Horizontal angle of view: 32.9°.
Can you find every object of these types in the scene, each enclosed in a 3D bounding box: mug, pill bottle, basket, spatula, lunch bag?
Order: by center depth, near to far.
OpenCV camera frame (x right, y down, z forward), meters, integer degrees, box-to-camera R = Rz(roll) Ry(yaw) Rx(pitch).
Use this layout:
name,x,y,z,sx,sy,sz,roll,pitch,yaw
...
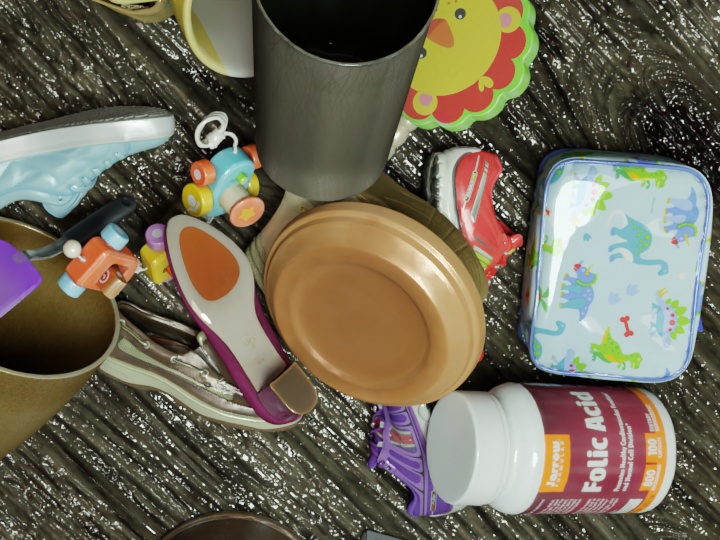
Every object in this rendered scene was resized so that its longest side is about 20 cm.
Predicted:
name,x,y,z,sx,sy,sz,roll,pitch,yaw
basket,-0.021,-0.158,0.929,0.134,0.201,0.182,4,58,-6
mug,-0.117,-0.267,0.974,0.150,0.186,0.154,-48,55,17
spatula,-0.261,-0.021,1.041,0.056,0.200,0.021,42,131,8
pill bottle,0.166,0.157,1.075,0.198,0.114,0.115,4,103,-23
lunch bag,0.228,-0.003,1.087,0.159,0.083,0.202,4,102,0

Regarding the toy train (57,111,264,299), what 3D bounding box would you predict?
name,x,y,z,sx,sy,sz,roll,pitch,yaw
toy train,-0.157,-0.036,1.047,0.200,0.150,0.056,-45,69,4

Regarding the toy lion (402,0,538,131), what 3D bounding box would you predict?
name,x,y,z,sx,sy,sz,roll,pitch,yaw
toy lion,0.076,-0.226,1.011,0.192,0.069,0.200,43,101,15

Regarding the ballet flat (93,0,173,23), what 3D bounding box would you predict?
name,x,y,z,sx,sy,sz,roll,pitch,yaw
ballet flat,-0.246,-0.270,1.038,0.198,0.063,0.069,20,103,-4

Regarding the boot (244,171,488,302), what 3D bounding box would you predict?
name,x,y,z,sx,sy,sz,roll,pitch,yaw
boot,0.000,0.000,1.060,0.199,0.073,0.156,39,126,4

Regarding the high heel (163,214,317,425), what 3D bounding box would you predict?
name,x,y,z,sx,sy,sz,roll,pitch,yaw
high heel,-0.113,0.047,1.039,0.067,0.096,0.201,-31,91,-23

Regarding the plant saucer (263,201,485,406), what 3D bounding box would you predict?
name,x,y,z,sx,sy,sz,roll,pitch,yaw
plant saucer,0.005,0.038,1.014,0.198,0.038,0.202,15,129,19

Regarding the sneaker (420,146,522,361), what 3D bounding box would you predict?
name,x,y,z,sx,sy,sz,roll,pitch,yaw
sneaker,0.105,-0.010,1.092,0.084,0.077,0.202,-6,105,-8

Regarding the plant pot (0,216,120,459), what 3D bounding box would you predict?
name,x,y,z,sx,sy,sz,roll,pitch,yaw
plant pot,-0.337,0.087,1.067,0.186,0.187,0.200,33,120,-7

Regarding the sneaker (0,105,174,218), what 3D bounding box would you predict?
name,x,y,z,sx,sy,sz,roll,pitch,yaw
sneaker,-0.252,-0.093,1.078,0.198,0.074,0.083,-9,110,11

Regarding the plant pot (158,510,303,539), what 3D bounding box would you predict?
name,x,y,z,sx,sy,sz,roll,pitch,yaw
plant pot,-0.127,0.352,1.105,0.198,0.198,0.202,0,103,0

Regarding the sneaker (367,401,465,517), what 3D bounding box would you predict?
name,x,y,z,sx,sy,sz,roll,pitch,yaw
sneaker,0.035,0.143,1.123,0.083,0.081,0.202,-21,102,10

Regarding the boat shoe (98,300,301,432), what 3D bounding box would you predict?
name,x,y,z,sx,sy,sz,roll,pitch,yaw
boat shoe,-0.142,0.083,1.104,0.200,0.075,0.075,18,115,-4

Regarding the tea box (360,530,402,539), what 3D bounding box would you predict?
name,x,y,z,sx,sy,sz,roll,pitch,yaw
tea box,0.038,0.380,1.109,0.132,0.200,0.199,16,101,-4

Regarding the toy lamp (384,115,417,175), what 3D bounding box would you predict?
name,x,y,z,sx,sy,sz,roll,pitch,yaw
toy lamp,0.063,-0.158,1.066,0.058,0.058,0.200,37,99,-8
